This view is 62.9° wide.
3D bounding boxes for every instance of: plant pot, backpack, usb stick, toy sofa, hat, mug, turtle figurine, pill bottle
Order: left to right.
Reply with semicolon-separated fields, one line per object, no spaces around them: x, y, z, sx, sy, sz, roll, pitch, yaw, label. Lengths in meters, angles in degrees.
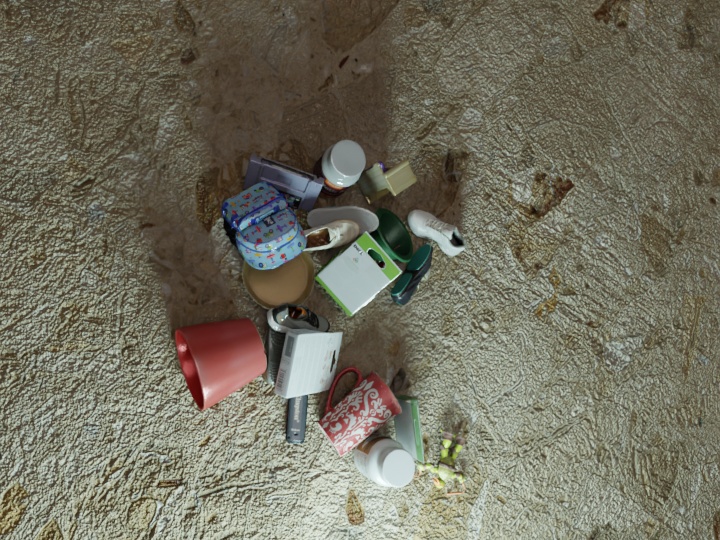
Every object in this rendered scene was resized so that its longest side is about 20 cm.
-0.335;0.211;1.434;0.174;0.199;0.205;-17;89;-29;plant pot
-0.237;-0.106;1.479;0.180;0.136;0.200;-27;48;-19;backpack
-0.217;0.009;1.563;0.195;0.027;0.205;5;75;-18;plant pot
-0.164;0.350;1.547;0.054;0.033;0.205;6;82;-18;usb stick
-0.060;-0.269;1.567;0.111;0.200;0.117;2;83;-17;pill bottle
-0.017;0.373;1.566;0.199;0.177;0.135;-37;132;-14;mug
0.035;-0.053;1.668;0.166;0.175;0.201;48;31;-14;hat
0.065;-0.253;1.609;0.082;0.199;0.099;-32;99;-18;toy sofa
0.062;0.491;1.518;0.112;0.200;0.117;2;82;-18;pill bottle
0.230;0.534;1.641;0.197;0.064;0.165;23;77;-15;turtle figurine

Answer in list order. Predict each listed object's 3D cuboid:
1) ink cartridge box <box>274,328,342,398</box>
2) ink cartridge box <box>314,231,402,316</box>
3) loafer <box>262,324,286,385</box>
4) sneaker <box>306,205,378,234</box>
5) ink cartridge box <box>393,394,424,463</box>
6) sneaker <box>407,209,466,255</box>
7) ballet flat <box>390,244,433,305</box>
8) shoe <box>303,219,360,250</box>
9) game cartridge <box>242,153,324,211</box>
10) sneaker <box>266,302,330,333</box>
-0.130;0.233;1.517;0.199;0.046;0.164;6;97;-59;ink cartridge box
0.000;0.000;1.562;0.199;0.076;0.148;-40;98;24;ink cartridge box
-0.225;0.199;1.524;0.074;0.069;0.204;25;58;-32;loafer
-0.043;-0.143;1.594;0.195;0.082;0.076;8;102;9;sneaker
0.140;0.414;1.553;0.047;0.200;0.149;-5;85;-18;ink cartridge box
0.230;-0.120;1.701;0.197;0.099;0.079;29;75;-13;sneaker
0.155;0.018;1.683;0.073;0.073;0.201;40;67;-10;ballet flat
-0.096;-0.084;1.542;0.195;0.054;0.071;-12;110;7;shoe
-0.205;-0.226;1.549;0.196;0.130;0.039;17;53;-12;game cartridge
-0.147;0.130;1.523;0.198;0.079;0.075;19;47;-46;sneaker
